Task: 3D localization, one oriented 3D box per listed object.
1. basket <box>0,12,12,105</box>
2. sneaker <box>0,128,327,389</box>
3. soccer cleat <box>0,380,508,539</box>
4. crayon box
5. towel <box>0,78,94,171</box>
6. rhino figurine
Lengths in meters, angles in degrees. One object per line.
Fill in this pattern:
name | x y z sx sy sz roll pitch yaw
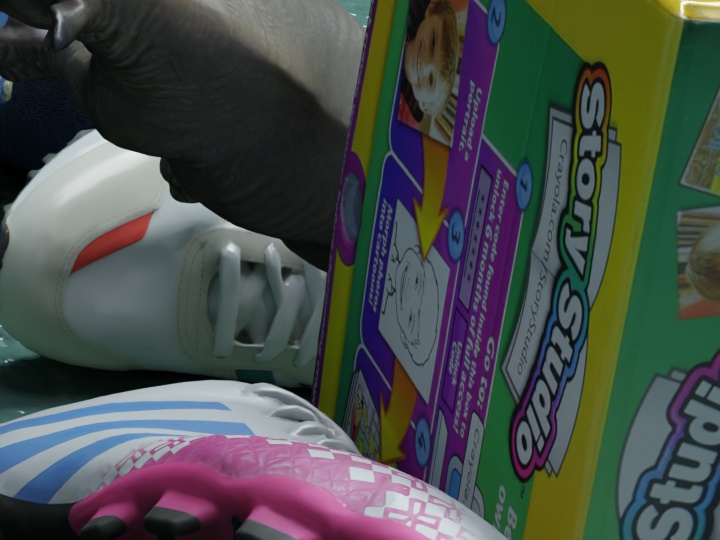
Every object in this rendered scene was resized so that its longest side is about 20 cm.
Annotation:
basket | -0.179 -0.062 0.799 0.176 0.139 0.200 9 13 -4
sneaker | 0.000 0.000 0.814 0.200 0.070 0.093 0 18 -31
soccer cleat | -0.020 0.051 0.608 0.200 0.070 0.086 3 29 47
crayon box | 0.043 0.013 0.626 0.058 0.200 0.173 1 23 -18
towel | -0.108 -0.067 0.968 0.200 0.049 0.112 23 25 28
rhino figurine | -0.041 -0.052 0.706 0.087 0.060 0.200 26 -5 39
